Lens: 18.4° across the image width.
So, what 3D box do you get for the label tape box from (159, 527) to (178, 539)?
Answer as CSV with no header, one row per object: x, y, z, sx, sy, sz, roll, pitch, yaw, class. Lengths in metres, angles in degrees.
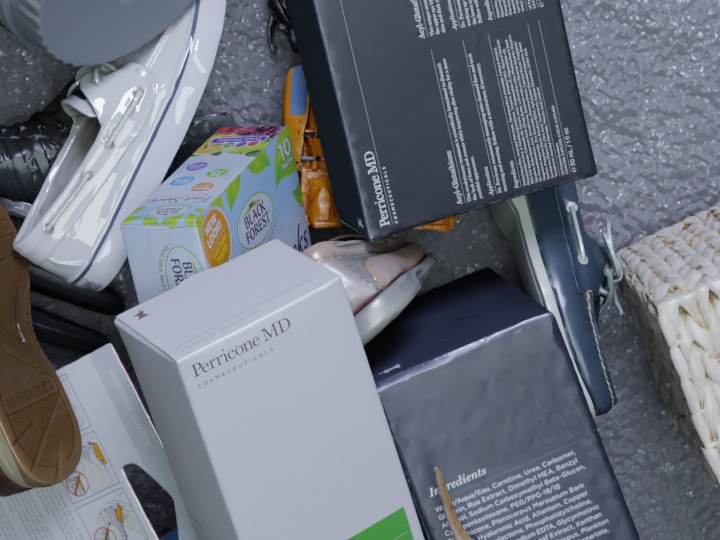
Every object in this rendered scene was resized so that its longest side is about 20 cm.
-0.047,0.231,1.393,0.143,0.066,0.200,-31,95,-1,label tape box

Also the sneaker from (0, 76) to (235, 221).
-0.184,-0.077,1.337,0.200,0.060,0.104,18,91,-9,sneaker

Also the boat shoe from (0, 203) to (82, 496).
-0.227,0.035,1.275,0.072,0.072,0.200,-23,90,-48,boat shoe

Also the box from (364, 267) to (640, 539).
0.079,0.120,1.323,0.117,0.197,0.200,-23,100,-4,box

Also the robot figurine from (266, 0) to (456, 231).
0.014,-0.125,1.350,0.145,0.058,0.200,0,98,-9,robot figurine

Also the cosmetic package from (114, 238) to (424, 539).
-0.045,0.098,1.208,0.108,0.085,0.200,-29,119,-20,cosmetic package

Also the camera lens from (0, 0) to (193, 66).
-0.185,-0.229,1.232,0.200,0.160,0.160,43,92,23,camera lens

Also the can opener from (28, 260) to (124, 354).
-0.238,0.002,1.340,0.200,0.079,0.063,28,86,-19,can opener

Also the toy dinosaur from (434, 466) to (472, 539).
0.114,0.187,1.218,0.200,0.060,0.106,16,71,-16,toy dinosaur

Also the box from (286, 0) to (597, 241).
0.038,-0.135,1.256,0.141,0.079,0.200,-16,104,-14,box

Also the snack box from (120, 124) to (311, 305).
-0.070,0.034,1.298,0.053,0.142,0.200,-2,115,21,snack box

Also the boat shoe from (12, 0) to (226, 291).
-0.141,-0.090,1.280,0.066,0.072,0.200,25,89,-24,boat shoe

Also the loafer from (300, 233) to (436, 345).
0.000,0.000,1.299,0.072,0.200,0.063,-42,92,6,loafer

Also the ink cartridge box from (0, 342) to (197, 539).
-0.160,0.156,1.326,0.173,0.044,0.200,-26,92,27,ink cartridge box

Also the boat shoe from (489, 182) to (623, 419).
0.125,-0.006,1.353,0.062,0.075,0.200,-15,70,-8,boat shoe

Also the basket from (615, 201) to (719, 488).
0.236,0.035,1.332,0.123,0.200,0.136,-21,100,1,basket
